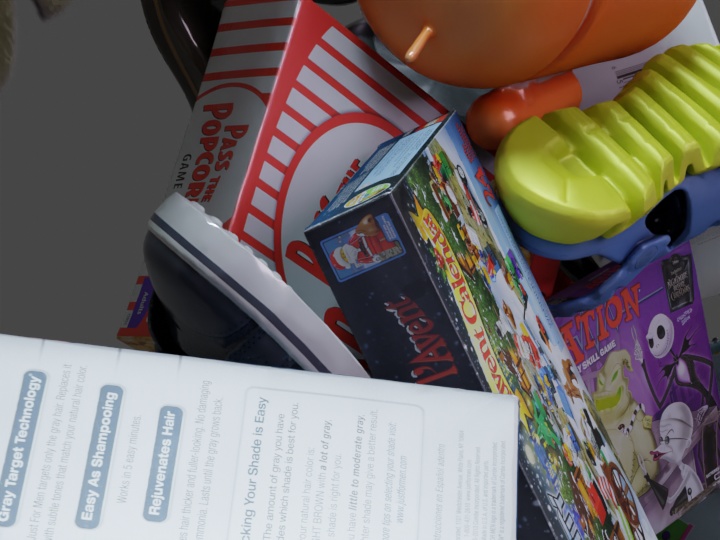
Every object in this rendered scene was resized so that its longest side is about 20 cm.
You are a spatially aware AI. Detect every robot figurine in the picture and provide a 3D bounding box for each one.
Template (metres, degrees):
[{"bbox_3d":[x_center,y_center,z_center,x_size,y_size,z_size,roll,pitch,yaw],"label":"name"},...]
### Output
[{"bbox_3d":[0.072,-0.140,1.034,0.117,0.144,0.200,48,34,16],"label":"robot figurine"}]

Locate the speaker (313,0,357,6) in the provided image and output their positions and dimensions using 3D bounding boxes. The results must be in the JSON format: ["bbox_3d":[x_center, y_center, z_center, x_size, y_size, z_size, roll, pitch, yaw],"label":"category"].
[{"bbox_3d":[0.016,-0.196,1.233,0.082,0.081,0.200,60,29,-9],"label":"speaker"}]

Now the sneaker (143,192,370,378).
[{"bbox_3d":[-0.034,0.057,0.911,0.078,0.079,0.200,38,-10,47],"label":"sneaker"}]

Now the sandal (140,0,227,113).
[{"bbox_3d":[-0.045,-0.084,1.066,0.082,0.054,0.201,15,57,-54],"label":"sandal"}]

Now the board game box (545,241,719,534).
[{"bbox_3d":[0.092,0.074,1.078,0.200,0.032,0.121,-28,107,-44],"label":"board game box"}]

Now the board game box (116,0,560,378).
[{"bbox_3d":[0.000,0.000,1.030,0.200,0.046,0.152,34,65,-43],"label":"board game box"}]

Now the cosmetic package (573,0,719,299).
[{"bbox_3d":[0.137,-0.050,1.222,0.200,0.084,0.108,86,-14,-73],"label":"cosmetic package"}]

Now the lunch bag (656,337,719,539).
[{"bbox_3d":[0.190,0.126,1.188,0.077,0.160,0.201,20,52,-53],"label":"lunch bag"}]

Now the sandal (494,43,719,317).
[{"bbox_3d":[0.125,-0.038,1.065,0.199,0.087,0.080,-18,54,-35],"label":"sandal"}]

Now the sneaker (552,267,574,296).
[{"bbox_3d":[0.079,0.059,1.147,0.085,0.077,0.201,4,64,-53],"label":"sneaker"}]

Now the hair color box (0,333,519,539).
[{"bbox_3d":[-0.051,0.083,0.785,0.100,0.199,0.061,-85,-178,-48],"label":"hair color box"}]

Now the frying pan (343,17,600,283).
[{"bbox_3d":[0.046,-0.061,1.160,0.114,0.031,0.190,8,38,-33],"label":"frying pan"}]

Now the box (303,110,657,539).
[{"bbox_3d":[0.052,0.049,0.944,0.201,0.038,0.137,64,17,-10],"label":"box"}]
